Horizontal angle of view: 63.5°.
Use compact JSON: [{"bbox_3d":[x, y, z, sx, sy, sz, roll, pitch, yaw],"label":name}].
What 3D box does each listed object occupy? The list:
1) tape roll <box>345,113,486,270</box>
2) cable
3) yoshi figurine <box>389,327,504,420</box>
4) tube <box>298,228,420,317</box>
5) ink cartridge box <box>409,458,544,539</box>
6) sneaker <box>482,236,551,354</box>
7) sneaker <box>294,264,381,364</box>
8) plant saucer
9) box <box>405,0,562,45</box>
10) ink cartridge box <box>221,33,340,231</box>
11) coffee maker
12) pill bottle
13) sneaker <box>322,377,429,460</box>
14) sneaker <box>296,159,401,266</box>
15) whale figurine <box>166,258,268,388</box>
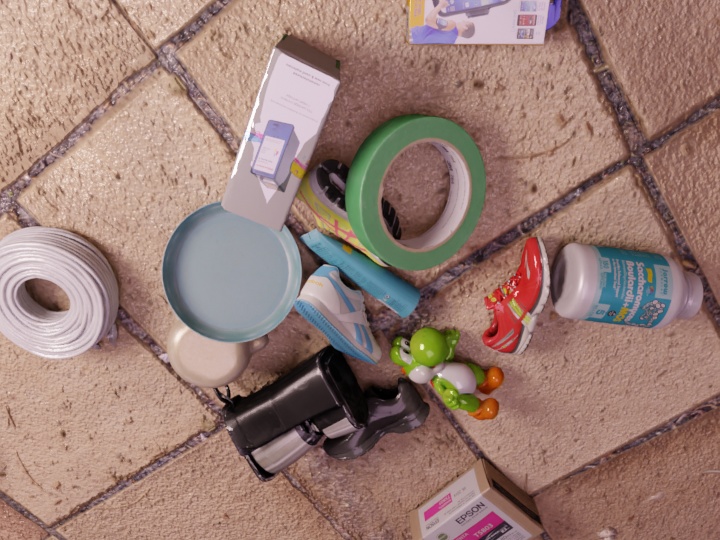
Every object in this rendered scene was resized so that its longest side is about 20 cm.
[{"bbox_3d":[0.077,-0.103,0.780,0.197,0.048,0.205,-10,112,-26],"label":"tape roll"},{"bbox_3d":[-0.466,0.036,0.873,0.196,0.070,0.203,13,116,-8],"label":"cable"},{"bbox_3d":[0.144,0.156,0.931,0.198,0.112,0.113,28,97,-12],"label":"yoshi figurine"},{"bbox_3d":[0.000,0.000,0.870,0.198,0.051,0.077,33,156,-18],"label":"tube"},{"bbox_3d":[0.217,0.477,1.103,0.164,0.076,0.200,39,110,-19],"label":"ink cartridge box"},{"bbox_3d":[0.233,0.043,0.888,0.083,0.077,0.204,9,116,0],"label":"sneaker"},{"bbox_3d":[-0.017,0.076,0.895,0.076,0.082,0.201,9,148,41],"label":"sneaker"},{"bbox_3d":[-0.184,0.002,0.840,0.196,0.027,0.205,1,87,-14],"label":"plant saucer"},{"bbox_3d":[0.155,-0.342,0.713,0.195,0.042,0.121,0,117,1],"label":"box"},{"bbox_3d":[-0.099,-0.175,0.732,0.086,0.146,0.202,22,114,-13],"label":"ink cartridge box"},{"bbox_3d":[-0.112,0.209,0.930,0.198,0.135,0.193,-33,112,14],"label":"coffee maker"},{"bbox_3d":[0.394,0.025,0.861,0.195,0.111,0.113,6,117,-5],"label":"pill bottle"},{"bbox_3d":[0.016,0.249,0.996,0.198,0.076,0.092,-30,104,6],"label":"sneaker"},{"bbox_3d":[-0.016,-0.077,0.831,0.089,0.079,0.200,-7,137,44],"label":"sneaker"},{"bbox_3d":[-0.214,0.076,0.897,0.157,0.104,0.203,23,90,-11],"label":"whale figurine"}]
